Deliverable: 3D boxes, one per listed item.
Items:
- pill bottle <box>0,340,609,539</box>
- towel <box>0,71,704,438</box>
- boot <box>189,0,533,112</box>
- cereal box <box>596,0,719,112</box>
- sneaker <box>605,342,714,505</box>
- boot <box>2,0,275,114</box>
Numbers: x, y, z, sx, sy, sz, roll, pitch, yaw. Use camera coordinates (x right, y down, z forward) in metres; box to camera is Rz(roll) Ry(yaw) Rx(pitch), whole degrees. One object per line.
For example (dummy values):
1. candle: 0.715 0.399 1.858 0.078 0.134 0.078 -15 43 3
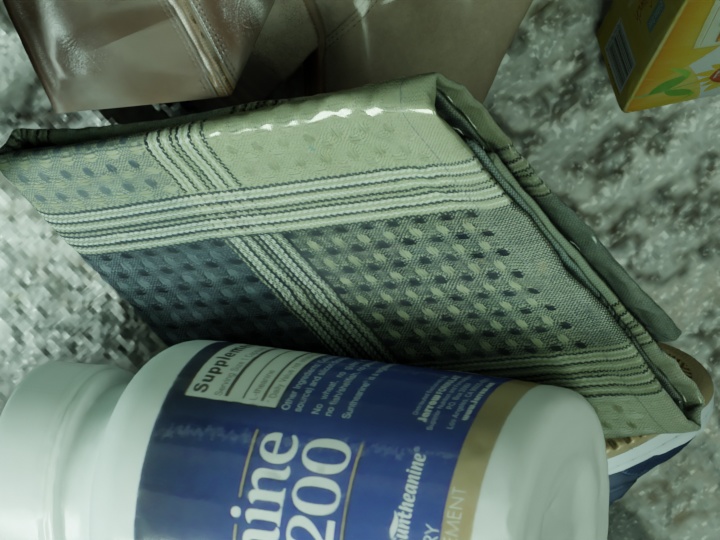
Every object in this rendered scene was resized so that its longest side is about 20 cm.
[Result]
1. pill bottle: -0.024 0.083 0.949 0.200 0.111 0.111 7 121 22
2. towel: 0.000 0.000 0.948 0.193 0.200 0.035 49 50 -38
3. boot: 0.028 -0.084 0.969 0.200 0.070 0.146 37 98 -30
4. cereal box: 0.195 -0.116 0.977 0.200 0.040 0.144 -12 162 -13
5. sneaker: 0.049 0.105 1.073 0.200 0.070 0.109 -22 128 -13
6. boot: -0.058 -0.162 0.869 0.186 0.064 0.200 -31 114 2
